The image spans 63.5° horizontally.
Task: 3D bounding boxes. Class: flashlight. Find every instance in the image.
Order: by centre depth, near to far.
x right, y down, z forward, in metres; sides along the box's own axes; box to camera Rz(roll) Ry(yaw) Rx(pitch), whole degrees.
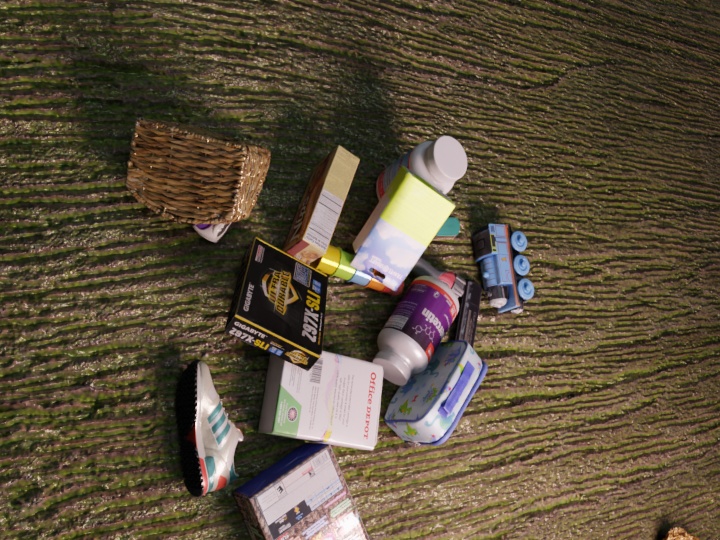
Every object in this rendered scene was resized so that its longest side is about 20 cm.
[{"bbox_3d":[0.127,-0.007,1.206,0.197,0.067,0.069,36,55,-12],"label":"flashlight"}]

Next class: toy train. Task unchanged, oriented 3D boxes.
[{"bbox_3d":[0.317,-0.006,1.305,0.110,0.086,0.208,1,76,-23],"label":"toy train"}]

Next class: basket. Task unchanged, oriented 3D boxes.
[{"bbox_3d":[-0.263,-0.156,0.959,0.193,0.149,0.148,15,102,4],"label":"basket"}]

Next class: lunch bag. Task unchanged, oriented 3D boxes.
[{"bbox_3d":[0.143,0.231,1.097,0.083,0.160,0.201,45,60,-12],"label":"lunch bag"}]

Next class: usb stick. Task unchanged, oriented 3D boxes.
[{"bbox_3d":[0.227,0.118,1.250,0.054,0.032,0.206,26,66,-32],"label":"usb stick"}]

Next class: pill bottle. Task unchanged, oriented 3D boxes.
[{"bbox_3d":[0.105,0.117,1.131,0.112,0.112,0.202,43,61,-14],"label":"pill bottle"},{"bbox_3d":[0.121,-0.188,1.161,0.105,0.199,0.113,8,73,-27],"label":"pill bottle"}]

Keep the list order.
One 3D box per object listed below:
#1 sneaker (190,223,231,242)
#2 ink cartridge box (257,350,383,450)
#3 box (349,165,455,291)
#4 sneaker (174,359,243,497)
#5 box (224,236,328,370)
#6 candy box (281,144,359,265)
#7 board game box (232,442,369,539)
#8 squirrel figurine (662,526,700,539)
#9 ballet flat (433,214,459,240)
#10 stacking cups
[{"bbox_3d":[-0.232,-0.149,1.019,0.082,0.081,0.203,33,61,-7],"label":"sneaker"},{"bbox_3d":[-0.066,0.224,1.019,0.195,0.083,0.150,17,70,-25],"label":"ink cartridge box"},{"bbox_3d":[0.074,-0.075,1.092,0.120,0.048,0.203,27,108,-23],"label":"box"},{"bbox_3d":[-0.238,0.247,0.933,0.092,0.069,0.207,5,73,-47],"label":"sneaker"},{"bbox_3d":[-0.135,0.053,0.984,0.157,0.049,0.203,30,33,-21],"label":"box"},{"bbox_3d":[-0.076,-0.117,1.077,0.054,0.115,0.206,27,66,-20],"label":"candy box"},{"bbox_3d":[-0.092,0.416,0.951,0.156,0.096,0.206,-24,91,-32],"label":"board game box"},{"bbox_3d":[0.761,0.724,1.383,0.180,0.142,0.207,4,62,-18],"label":"squirrel figurine"},{"bbox_3d":[0.126,-0.089,1.213,0.195,0.064,0.073,4,88,-42],"label":"ballet flat"},{"bbox_3d":[0.000,0.000,1.125,0.195,0.060,0.063,19,69,-25],"label":"stacking cups"}]
